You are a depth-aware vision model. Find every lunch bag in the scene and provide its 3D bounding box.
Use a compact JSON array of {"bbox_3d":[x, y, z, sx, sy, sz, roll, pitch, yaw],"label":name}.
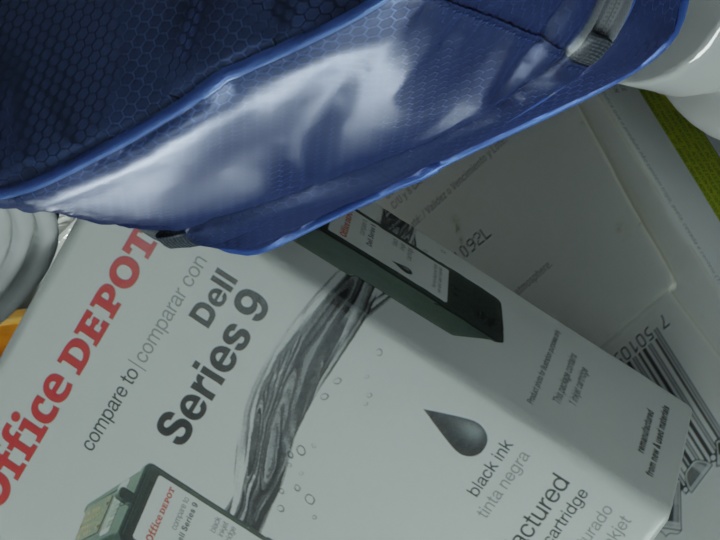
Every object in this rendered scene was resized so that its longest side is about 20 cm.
[{"bbox_3d":[-0.022,-0.086,0.632,0.199,0.137,0.132,-22,160,32],"label":"lunch bag"}]

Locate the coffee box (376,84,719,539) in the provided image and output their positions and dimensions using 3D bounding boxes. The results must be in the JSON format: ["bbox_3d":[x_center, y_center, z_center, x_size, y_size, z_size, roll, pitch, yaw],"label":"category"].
[{"bbox_3d":[0.098,0.038,0.907,0.200,0.201,0.197,-41,158,30],"label":"coffee box"}]

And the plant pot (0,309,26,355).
[{"bbox_3d":[-0.213,0.123,1.234,0.199,0.201,0.183,3,176,-37],"label":"plant pot"}]

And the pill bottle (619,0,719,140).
[{"bbox_3d":[0.160,-0.091,0.777,0.199,0.113,0.112,5,160,-39],"label":"pill bottle"}]

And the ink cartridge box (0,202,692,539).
[{"bbox_3d":[-0.018,0.059,0.767,0.146,0.199,0.084,-58,180,24],"label":"ink cartridge box"}]

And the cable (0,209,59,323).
[{"bbox_3d":[-0.187,-0.015,0.706,0.199,0.069,0.200,-26,158,7],"label":"cable"}]
